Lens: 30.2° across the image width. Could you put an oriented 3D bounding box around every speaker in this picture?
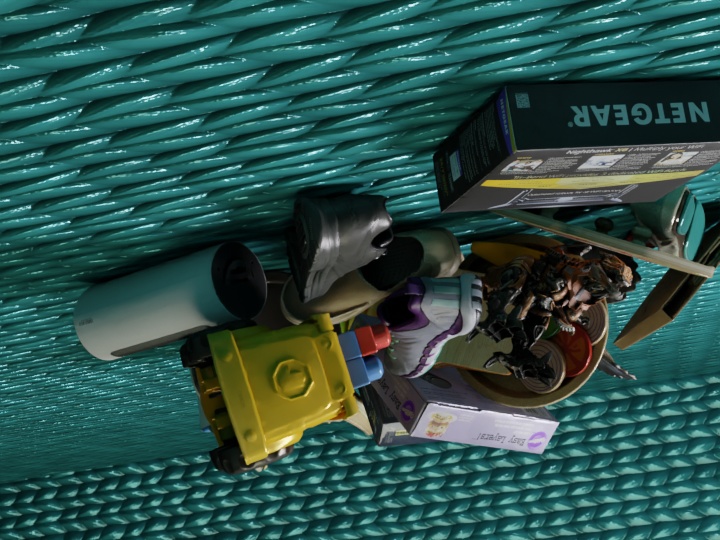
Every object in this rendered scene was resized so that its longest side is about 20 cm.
[{"bbox_3d":[-0.191,0.031,1.332,0.200,0.081,0.081,-17,166,34],"label":"speaker"}]

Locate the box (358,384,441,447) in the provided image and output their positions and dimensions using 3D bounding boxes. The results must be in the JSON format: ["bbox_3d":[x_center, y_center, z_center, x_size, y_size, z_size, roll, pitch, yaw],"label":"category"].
[{"bbox_3d":[0.073,0.128,1.707,0.157,0.200,0.051,-5,136,-16],"label":"box"}]

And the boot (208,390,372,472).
[{"bbox_3d":[-0.081,0.193,1.697,0.200,0.155,0.072,38,179,-31],"label":"boot"}]

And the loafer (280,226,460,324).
[{"bbox_3d":[0.000,0.000,1.342,0.200,0.076,0.068,-22,163,19],"label":"loafer"}]

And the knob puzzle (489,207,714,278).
[{"bbox_3d":[0.250,-0.034,1.293,0.219,0.031,0.220,17,-177,-1],"label":"knob puzzle"}]

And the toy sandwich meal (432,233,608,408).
[{"bbox_3d":[0.159,0.051,1.405,0.205,0.206,0.070,-13,175,23],"label":"toy sandwich meal"}]

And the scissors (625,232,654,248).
[{"bbox_3d":[0.332,-0.024,1.577,0.073,0.014,0.200,-9,167,-5],"label":"scissors"}]

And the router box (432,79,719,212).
[{"bbox_3d":[0.175,-0.094,1.034,0.199,0.052,0.157,-4,167,-19],"label":"router box"}]

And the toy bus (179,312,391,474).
[{"bbox_3d":[-0.067,0.103,1.293,0.191,0.136,0.200,-18,176,-15],"label":"toy bus"}]

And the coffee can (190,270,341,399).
[{"bbox_3d":[-0.112,0.094,1.519,0.146,0.147,0.200,-5,168,-14],"label":"coffee can"}]

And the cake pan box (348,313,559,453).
[{"bbox_3d":[0.102,0.126,1.501,0.200,0.184,0.052,11,115,-34],"label":"cake pan box"}]

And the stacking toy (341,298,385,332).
[{"bbox_3d":[-0.014,0.074,1.652,0.199,0.110,0.116,6,-146,16],"label":"stacking toy"}]

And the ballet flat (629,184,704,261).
[{"bbox_3d":[0.307,-0.055,1.341,0.062,0.068,0.200,18,174,21],"label":"ballet flat"}]

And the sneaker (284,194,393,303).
[{"bbox_3d":[-0.019,-0.021,1.224,0.090,0.076,0.200,-13,172,-12],"label":"sneaker"}]

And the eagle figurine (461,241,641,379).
[{"bbox_3d":[0.212,0.049,1.504,0.199,0.151,0.152,-2,159,8],"label":"eagle figurine"}]

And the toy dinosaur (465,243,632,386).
[{"bbox_3d":[0.170,0.032,1.326,0.102,0.136,0.200,36,147,-20],"label":"toy dinosaur"}]

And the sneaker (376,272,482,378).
[{"bbox_3d":[0.045,0.049,1.333,0.087,0.075,0.200,8,152,-19],"label":"sneaker"}]

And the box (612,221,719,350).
[{"bbox_3d":[0.360,0.009,1.488,0.164,0.021,0.200,-48,175,-12],"label":"box"}]

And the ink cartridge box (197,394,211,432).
[{"bbox_3d":[-0.110,0.142,1.803,0.199,0.126,0.129,-3,168,-23],"label":"ink cartridge box"}]
